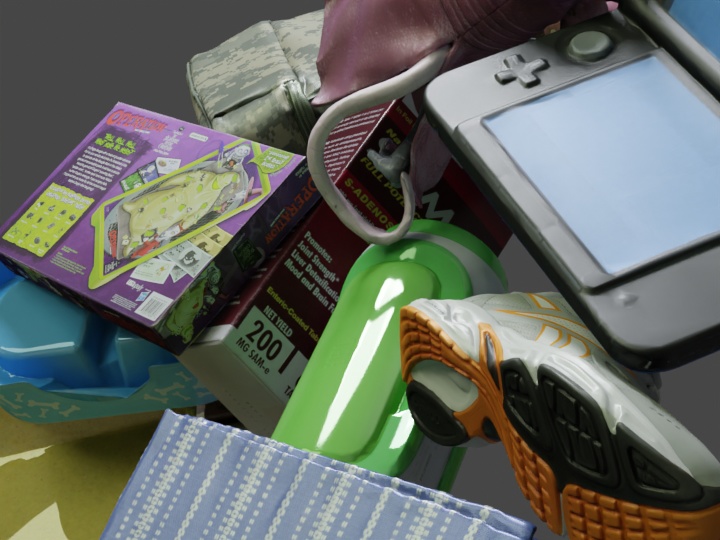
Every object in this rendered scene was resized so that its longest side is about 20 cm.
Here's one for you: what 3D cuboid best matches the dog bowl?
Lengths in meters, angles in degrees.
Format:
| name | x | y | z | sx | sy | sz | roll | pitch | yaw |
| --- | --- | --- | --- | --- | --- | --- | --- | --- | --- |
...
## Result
| name | x | y | z | sx | sy | sz | roll | pitch | yaw |
| --- | --- | --- | --- | --- | --- | --- | --- | --- | --- |
| dog bowl | -0.136 | 0.032 | 0.957 | 0.198 | 0.050 | 0.112 | -7 | 45 | 15 |

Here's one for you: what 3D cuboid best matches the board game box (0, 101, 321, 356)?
| name | x | y | z | sx | sy | sz | roll | pitch | yaw |
| --- | --- | --- | --- | --- | --- | --- | --- | --- | --- |
| board game box | -0.116 | -0.029 | 0.910 | 0.120 | 0.032 | 0.199 | -52 | 36 | -13 |

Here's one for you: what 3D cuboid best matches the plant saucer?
| name | x | y | z | sx | sy | sz | roll | pitch | yaw |
| --- | --- | --- | --- | --- | --- | --- | --- | --- | --- |
| plant saucer | -0.177 | 0.145 | 0.933 | 0.198 | 0.049 | 0.201 | -14 | 44 | 10 |

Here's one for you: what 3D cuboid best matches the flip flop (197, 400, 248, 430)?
| name | x | y | z | sx | sy | sz | roll | pitch | yaw |
| --- | --- | --- | --- | --- | --- | --- | --- | --- | --- |
| flip flop | -0.067 | 0.057 | 0.992 | 0.199 | 0.058 | 0.081 | -22 | 28 | 34 |

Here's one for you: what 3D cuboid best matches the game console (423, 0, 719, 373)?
| name | x | y | z | sx | sy | sz | roll | pitch | yaw |
| --- | --- | --- | --- | --- | --- | --- | --- | --- | --- |
| game console | 0.130 | -0.085 | 0.654 | 0.169 | 0.119 | 0.200 | -21 | 42 | -12 |

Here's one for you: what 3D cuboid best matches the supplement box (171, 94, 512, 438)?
| name | x | y | z | sx | sy | sz | roll | pitch | yaw |
| --- | --- | --- | --- | --- | --- | --- | --- | --- | --- |
| supplement box | 0.000 | 0.000 | 0.898 | 0.061 | 0.109 | 0.201 | -11 | 39 | 54 |

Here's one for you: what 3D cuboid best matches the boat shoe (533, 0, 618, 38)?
| name | x | y | z | sx | sy | sz | roll | pitch | yaw |
| --- | --- | --- | --- | --- | --- | --- | --- | --- | --- |
| boat shoe | 0.137 | -0.135 | 0.956 | 0.199 | 0.072 | 0.072 | -21 | 32 | 45 |

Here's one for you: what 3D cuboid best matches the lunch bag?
| name | x | y | z | sx | sy | sz | roll | pitch | yaw |
| --- | --- | --- | --- | --- | --- | --- | --- | --- | --- |
| lunch bag | -0.007 | -0.091 | 1.065 | 0.167 | 0.140 | 0.200 | -27 | 22 | 2 |

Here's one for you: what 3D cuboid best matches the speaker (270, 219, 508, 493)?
| name | x | y | z | sx | sy | sz | roll | pitch | yaw |
| --- | --- | --- | --- | --- | --- | --- | --- | --- | --- |
| speaker | 0.008 | 0.067 | 0.778 | 0.088 | 0.088 | 0.201 | -28 | 25 | 41 |

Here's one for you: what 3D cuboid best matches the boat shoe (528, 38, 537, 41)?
| name | x | y | z | sx | sy | sz | roll | pitch | yaw |
| --- | --- | --- | --- | --- | --- | --- | --- | --- | --- |
| boat shoe | 0.101 | -0.092 | 0.902 | 0.063 | 0.074 | 0.200 | -60 | 26 | 15 |

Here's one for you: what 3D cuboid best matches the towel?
| name | x | y | z | sx | sy | sz | roll | pitch | yaw |
| --- | --- | --- | --- | --- | --- | --- | --- | --- | --- |
| towel | -0.033 | 0.141 | 0.654 | 0.199 | 0.024 | 0.146 | 13 | 70 | 38 |

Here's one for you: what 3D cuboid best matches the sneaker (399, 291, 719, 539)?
| name | x | y | z | sx | sy | sz | roll | pitch | yaw |
| --- | --- | --- | --- | --- | --- | --- | --- | --- | --- |
| sneaker | 0.094 | 0.047 | 0.660 | 0.091 | 0.076 | 0.200 | -17 | 26 | -22 |

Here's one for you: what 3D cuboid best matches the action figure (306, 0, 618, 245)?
| name | x | y | z | sx | sy | sz | roll | pitch | yaw |
| --- | --- | --- | --- | --- | --- | --- | --- | --- | --- |
| action figure | 0.053 | -0.131 | 0.786 | 0.199 | 0.134 | 0.149 | -33 | 17 | 41 |
